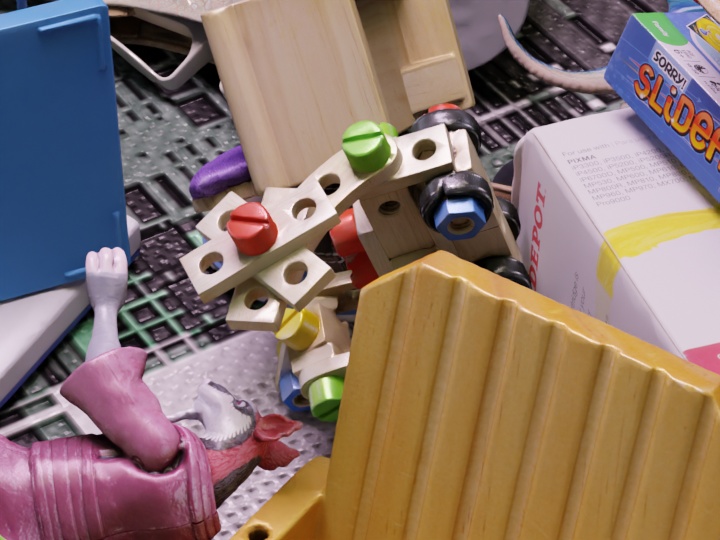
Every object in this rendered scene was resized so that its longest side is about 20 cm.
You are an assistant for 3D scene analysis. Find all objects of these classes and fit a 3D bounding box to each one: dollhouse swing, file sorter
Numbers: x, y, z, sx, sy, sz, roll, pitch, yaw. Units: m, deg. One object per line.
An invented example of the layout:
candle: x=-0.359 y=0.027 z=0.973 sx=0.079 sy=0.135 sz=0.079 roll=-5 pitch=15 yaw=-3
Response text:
dollhouse swing: x=0.029 y=0.127 z=0.994 sx=0.199 sy=0.176 sz=0.182 roll=25 pitch=46 yaw=25
file sorter: x=-0.220 y=-0.064 z=1.206 sx=0.199 sy=0.139 sz=0.123 roll=-16 pitch=39 yaw=-18

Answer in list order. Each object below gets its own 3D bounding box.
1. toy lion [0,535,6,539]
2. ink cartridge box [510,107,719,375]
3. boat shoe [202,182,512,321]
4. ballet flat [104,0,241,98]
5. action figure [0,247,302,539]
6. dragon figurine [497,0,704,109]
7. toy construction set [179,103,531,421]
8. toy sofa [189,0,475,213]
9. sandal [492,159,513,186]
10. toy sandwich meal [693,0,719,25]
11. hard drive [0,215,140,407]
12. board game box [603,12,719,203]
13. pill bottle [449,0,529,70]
toy lion: x=-0.166 y=0.146 z=0.975 sx=0.199 sy=0.069 sz=0.193 roll=-5 pitch=79 yaw=-7
ink cartridge box: x=0.135 y=0.045 z=1.113 sx=0.083 sy=0.146 sz=0.200 roll=-12 pitch=42 yaw=-16
boat shoe: x=0.025 y=-0.021 z=1.246 sx=0.199 sy=0.073 sz=0.072 roll=7 pitch=41 yaw=8
ballet flat: x=-0.067 y=-0.110 z=1.373 sx=0.199 sy=0.067 sz=0.063 roll=23 pitch=73 yaw=29
action figure: x=-0.118 y=0.089 z=1.055 sx=0.199 sy=0.135 sz=0.149 roll=-14 pitch=31 yaw=1
dragon figurine: x=0.172 y=-0.102 z=1.354 sx=0.199 sy=0.059 sz=0.100 roll=13 pitch=42 yaw=13
toy construction set: x=0.000 y=0.000 z=1.116 sx=0.130 sy=0.200 sz=0.093 roll=-16 pitch=67 yaw=10
toy sofa: x=-0.019 y=-0.090 z=1.219 sx=0.097 sy=0.083 sz=0.200 roll=-14 pitch=7 yaw=16
sandal: x=0.157 y=-0.024 z=1.274 sx=0.199 sy=0.043 sz=0.076 roll=16 pitch=42 yaw=17
toy sandwich meal: x=0.211 y=-0.078 z=1.066 sx=0.204 sy=0.071 sz=0.206 roll=15 pitch=30 yaw=-9
hard drive: x=-0.207 y=0.023 z=1.227 sx=0.131 sy=0.025 sz=0.200 roll=19 pitch=44 yaw=21
board game box: x=0.207 y=-0.035 z=1.093 sx=0.135 sy=0.035 sz=0.200 roll=-5 pitch=42 yaw=-36
pill bottle: x=0.037 y=-0.194 z=1.415 sx=0.109 sy=0.110 sz=0.200 roll=0 pitch=37 yaw=-1
